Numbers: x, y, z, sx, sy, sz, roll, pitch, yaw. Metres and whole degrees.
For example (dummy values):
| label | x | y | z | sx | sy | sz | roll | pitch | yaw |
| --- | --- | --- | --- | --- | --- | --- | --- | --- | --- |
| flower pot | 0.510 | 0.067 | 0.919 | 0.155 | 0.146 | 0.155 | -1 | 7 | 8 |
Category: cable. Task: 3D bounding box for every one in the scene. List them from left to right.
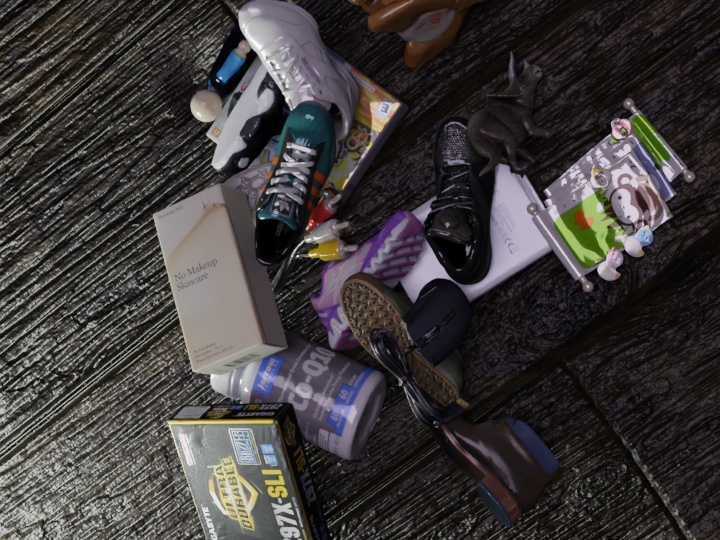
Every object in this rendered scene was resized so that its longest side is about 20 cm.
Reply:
| label | x | y | z | sx | sy | sz | roll | pitch | yaw |
| --- | --- | --- | --- | --- | --- | --- | --- | --- | --- |
| cable | -0.078 | -0.035 | 1.597 | 0.199 | 0.050 | 0.099 | -27 | 72 | 36 |

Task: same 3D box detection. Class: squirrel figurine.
| label | x | y | z | sx | sy | sz | roll | pitch | yaw |
| --- | --- | --- | --- | --- | --- | --- | --- | --- | --- |
| squirrel figurine | 0.070 | -0.385 | 1.564 | 0.199 | 0.141 | 0.189 | -33 | 65 | 23 |

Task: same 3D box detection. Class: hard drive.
| label | x | y | z | sx | sy | sz | roll | pitch | yaw |
| --- | --- | --- | --- | --- | --- | --- | --- | --- | --- |
| hard drive | 0.133 | -0.039 | 1.585 | 0.199 | 0.025 | 0.133 | -32 | 80 | 12 |

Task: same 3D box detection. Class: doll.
| label | x | y | z | sx | sy | sz | roll | pitch | yaw |
| --- | --- | --- | --- | --- | --- | --- | --- | --- | --- |
| doll | -0.156 | -0.273 | 1.623 | 0.048 | 0.136 | 0.202 | 26 | 73 | -10 |

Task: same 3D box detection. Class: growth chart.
| label | x | y | z | sx | sy | sz | roll | pitch | yaw |
| --- | --- | --- | --- | --- | --- | --- | --- | --- | --- |
| growth chart | 0.299 | -0.085 | 1.535 | 0.200 | 0.018 | 0.145 | -45 | 80 | 1 |

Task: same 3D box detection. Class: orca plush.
| label | x | y | z | sx | sy | sz | roll | pitch | yaw |
| --- | --- | --- | --- | --- | --- | --- | --- | --- | --- |
| orca plush | -0.112 | -0.205 | 1.607 | 0.070 | 0.105 | 0.203 | 23 | 83 | -29 |

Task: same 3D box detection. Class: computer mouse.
| label | x | y | z | sx | sy | sz | roll | pitch | yaw |
| --- | --- | --- | --- | --- | --- | --- | --- | --- | --- |
| computer mouse | 0.099 | 0.090 | 1.485 | 0.046 | 0.200 | 0.142 | -29 | 95 | 36 |

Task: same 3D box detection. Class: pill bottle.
| label | x | y | z | sx | sy | sz | roll | pitch | yaw |
| --- | --- | --- | --- | --- | --- | --- | --- | --- | --- |
| pill bottle | -0.077 | 0.142 | 1.592 | 0.198 | 0.114 | 0.115 | 22 | 94 | 14 |

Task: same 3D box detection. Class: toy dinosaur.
| label | x | y | z | sx | sy | sz | roll | pitch | yaw |
| --- | --- | --- | --- | --- | --- | --- | --- | --- | --- |
| toy dinosaur | 0.166 | -0.160 | 1.528 | 0.102 | 0.077 | 0.200 | 36 | 53 | 8 |

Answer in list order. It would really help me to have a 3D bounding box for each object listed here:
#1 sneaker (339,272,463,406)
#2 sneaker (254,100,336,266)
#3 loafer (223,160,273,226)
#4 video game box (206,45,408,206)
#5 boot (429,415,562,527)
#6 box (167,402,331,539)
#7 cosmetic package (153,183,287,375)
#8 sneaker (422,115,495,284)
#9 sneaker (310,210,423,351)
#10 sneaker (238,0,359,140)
| label | x | y | z | sx | sy | sz | roll | pitch | yaw |
| --- | --- | --- | --- | --- | --- | --- | --- | --- | --- |
| sneaker | 0.054 | 0.073 | 1.544 | 0.067 | 0.090 | 0.201 | -34 | 102 | 29 |
| sneaker | -0.078 | -0.094 | 1.503 | 0.070 | 0.080 | 0.203 | 17 | 116 | 2 |
| loafer | -0.161 | -0.071 | 1.633 | 0.199 | 0.070 | 0.070 | -35 | 89 | 21 |
| video game box | -0.069 | -0.189 | 1.636 | 0.199 | 0.047 | 0.183 | 37 | 100 | 13 |
| boot | 0.154 | 0.203 | 1.565 | 0.096 | 0.075 | 0.201 | -32 | 69 | -13 |
| box | -0.134 | 0.260 | 1.582 | 0.157 | 0.049 | 0.203 | -4 | 112 | 26 |
| cosmetic package | -0.167 | 0.012 | 1.543 | 0.102 | 0.073 | 0.203 | -23 | 75 | 19 |
| sneaker | 0.117 | -0.088 | 1.521 | 0.075 | 0.114 | 0.203 | -1 | 85 | 13 |
| sneaker | 0.000 | 0.000 | 1.581 | 0.089 | 0.080 | 0.201 | 48 | 120 | 28 |
| sneaker | -0.067 | -0.234 | 1.512 | 0.074 | 0.200 | 0.101 | -27 | 39 | 28 |
